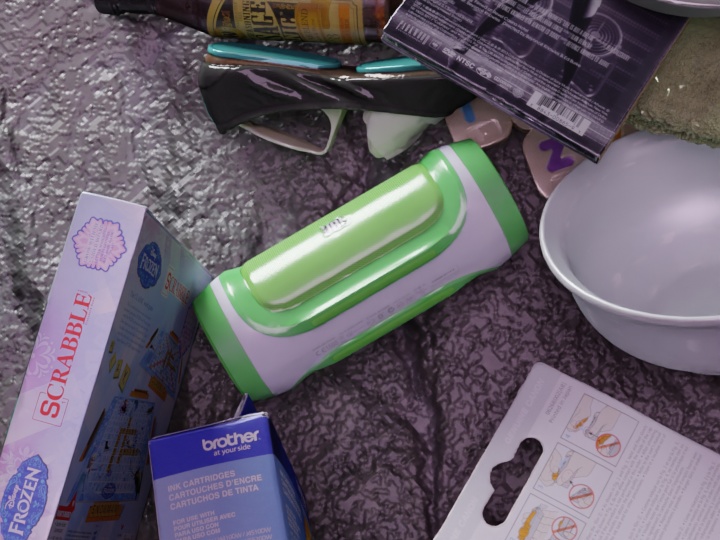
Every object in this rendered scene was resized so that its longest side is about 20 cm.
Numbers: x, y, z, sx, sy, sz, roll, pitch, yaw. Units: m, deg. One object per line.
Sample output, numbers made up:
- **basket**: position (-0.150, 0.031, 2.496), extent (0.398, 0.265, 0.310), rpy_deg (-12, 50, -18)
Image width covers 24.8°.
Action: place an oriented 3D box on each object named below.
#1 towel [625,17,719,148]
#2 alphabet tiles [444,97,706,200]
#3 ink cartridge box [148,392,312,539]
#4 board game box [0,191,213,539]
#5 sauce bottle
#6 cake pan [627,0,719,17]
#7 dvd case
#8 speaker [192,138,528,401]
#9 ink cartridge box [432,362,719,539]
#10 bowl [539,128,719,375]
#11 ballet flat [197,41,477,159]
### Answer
- **towel**: position (0.235, -0.134, 0.981), extent (0.200, 0.037, 0.149), rpy_deg (19, 71, 31)
- **alphabet tiles**: position (0.141, -0.151, 1.058), extent (0.199, 0.015, 0.196), rpy_deg (-20, 79, 1)
- **ink cartridge box**: position (-0.066, 0.174, 0.941), extent (0.076, 0.137, 0.201), rpy_deg (-13, 62, 1)
- **board game box**: position (-0.148, 0.074, 0.949), extent (0.041, 0.200, 0.200), rpy_deg (15, 81, 7)
- **sauce bottle**: position (-0.073, -0.180, 1.056), extent (0.199, 0.066, 0.066), rpy_deg (4, 80, 13)
- **cake pan**: position (0.198, -0.232, 0.971), extent (0.199, 0.037, 0.201), rpy_deg (0, 66, 0)
- **dvd case**: position (0.127, -0.177, 0.978), extent (0.148, 0.016, 0.200), rpy_deg (31, 71, 11)
- **speaker**: position (0.000, 0.000, 1.007), extent (0.200, 0.088, 0.089), rpy_deg (-30, 79, -1)
- **ink cartridge box**: position (0.154, 0.169, 0.964), extent (0.200, 0.050, 0.162), rpy_deg (27, 64, 13)
- **bowl**: position (0.210, -0.002, 0.967), extent (0.200, 0.091, 0.201), rpy_deg (-11, 36, 8)
- **ballet flat**: position (-0.005, -0.108, 1.040), extent (0.199, 0.068, 0.069), rpy_deg (4, 107, 16)
